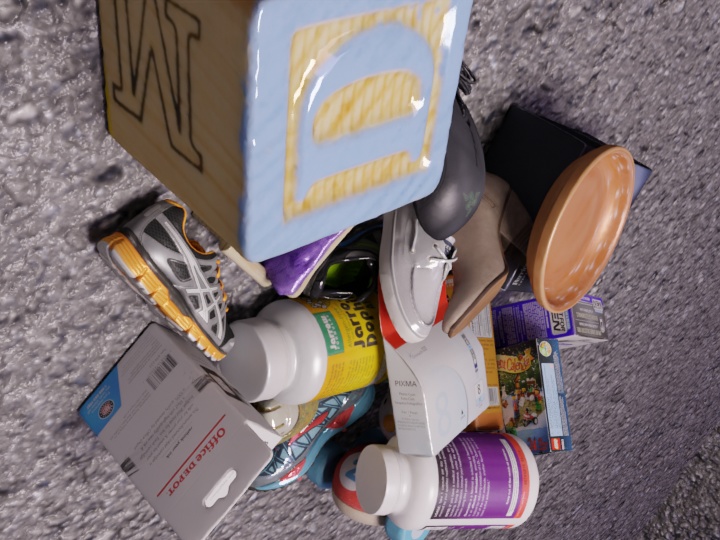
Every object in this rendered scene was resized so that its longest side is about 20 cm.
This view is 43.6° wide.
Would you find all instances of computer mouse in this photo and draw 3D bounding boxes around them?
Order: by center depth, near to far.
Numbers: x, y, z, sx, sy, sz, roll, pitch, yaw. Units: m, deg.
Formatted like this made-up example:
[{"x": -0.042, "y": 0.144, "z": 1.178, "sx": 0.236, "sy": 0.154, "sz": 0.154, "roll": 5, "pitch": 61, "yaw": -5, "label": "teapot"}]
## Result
[{"x": 0.090, "y": -0.131, "z": 0.898, "sx": 0.138, "sy": 0.053, "sz": 0.200, "roll": 9, "pitch": 79, "yaw": -56, "label": "computer mouse"}]

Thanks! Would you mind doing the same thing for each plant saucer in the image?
[{"x": 0.245, "y": -0.049, "z": 1.020, "sx": 0.200, "sy": 0.037, "sz": 0.200, "roll": -34, "pitch": 137, "yaw": -38, "label": "plant saucer"}]

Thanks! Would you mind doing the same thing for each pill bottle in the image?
[{"x": -0.049, "y": 0.082, "z": 0.971, "sx": 0.200, "sy": 0.113, "sz": 0.113, "roll": -7, "pitch": 126, "yaw": -45, "label": "pill bottle"}, {"x": 0.099, "y": 0.243, "z": 1.046, "sx": 0.200, "sy": 0.112, "sz": 0.113, "roll": 8, "pitch": 118, "yaw": -27, "label": "pill bottle"}]

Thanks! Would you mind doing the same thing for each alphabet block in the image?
[{"x": -0.060, "y": -0.157, "z": 0.664, "sx": 0.195, "sy": 0.200, "sz": 0.197, "roll": -23, "pitch": 137, "yaw": -36, "label": "alphabet block"}]

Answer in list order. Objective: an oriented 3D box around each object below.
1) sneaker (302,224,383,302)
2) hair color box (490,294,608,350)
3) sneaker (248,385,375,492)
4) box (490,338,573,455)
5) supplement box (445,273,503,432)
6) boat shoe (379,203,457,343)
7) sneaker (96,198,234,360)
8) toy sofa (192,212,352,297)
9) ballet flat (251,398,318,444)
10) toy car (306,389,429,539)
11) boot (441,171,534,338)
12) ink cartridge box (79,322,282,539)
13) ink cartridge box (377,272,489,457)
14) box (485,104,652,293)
[{"x": 0.000, "y": 0.000, "z": 0.977, "sx": 0.199, "sy": 0.083, "sz": 0.071, "roll": -10, "pitch": 129, "yaw": -45, "label": "sneaker"}, {"x": 0.215, "y": 0.079, "z": 1.210, "sx": 0.109, "sy": 0.200, "sz": 0.065, "roll": 11, "pitch": 70, "yaw": -53, "label": "hair color box"}, {"x": -0.078, "y": 0.172, "z": 1.075, "sx": 0.200, "sy": 0.079, "sz": 0.096, "roll": -42, "pitch": 128, "yaw": -20, "label": "sneaker"}, {"x": 0.183, "y": 0.173, "z": 1.160, "sx": 0.038, "sy": 0.137, "sz": 0.200, "roll": 3, "pitch": 163, "yaw": -30, "label": "box"}, {"x": 0.129, "y": 0.104, "z": 1.140, "sx": 0.069, "sy": 0.066, "sz": 0.200, "roll": 10, "pitch": 72, "yaw": -48, "label": "supplement box"}, {"x": 0.068, "y": -0.024, "z": 0.946, "sx": 0.072, "sy": 0.068, "sz": 0.200, "roll": 35, "pitch": 50, "yaw": -42, "label": "boat shoe"}, {"x": -0.156, "y": 0.014, "z": 0.823, "sx": 0.077, "sy": 0.078, "sz": 0.200, "roll": -50, "pitch": 148, "yaw": -17, "label": "sneaker"}, {"x": -0.048, "y": -0.080, "z": 0.838, "sx": 0.200, "sy": 0.098, "sz": 0.083, "roll": -47, "pitch": 146, "yaw": -4, "label": "toy sofa"}, {"x": -0.125, "y": 0.162, "z": 0.963, "sx": 0.200, "sy": 0.071, "sz": 0.071, "roll": -8, "pitch": 128, "yaw": -28, "label": "ballet flat"}, {"x": 0.053, "y": 0.215, "z": 1.167, "sx": 0.177, "sy": 0.184, "sz": 0.200, "roll": -5, "pitch": 112, "yaw": -46, "label": "toy car"}, {"x": 0.109, "y": -0.034, "z": 1.011, "sx": 0.200, "sy": 0.146, "sz": 0.070, "roll": -42, "pitch": 168, "yaw": -32, "label": "boot"}, {"x": -0.158, "y": 0.156, "z": 0.837, "sx": 0.116, "sy": 0.200, "sz": 0.067, "roll": -50, "pitch": 147, "yaw": -1, "label": "ink cartridge box"}, {"x": 0.085, "y": 0.084, "z": 1.001, "sx": 0.160, "sy": 0.047, "sz": 0.200, "roll": -23, "pitch": 110, "yaw": -56, "label": "ink cartridge box"}, {"x": 0.237, "y": -0.079, "z": 1.142, "sx": 0.198, "sy": 0.123, "sz": 0.200, "roll": 6, "pitch": 116, "yaw": -49, "label": "box"}]
